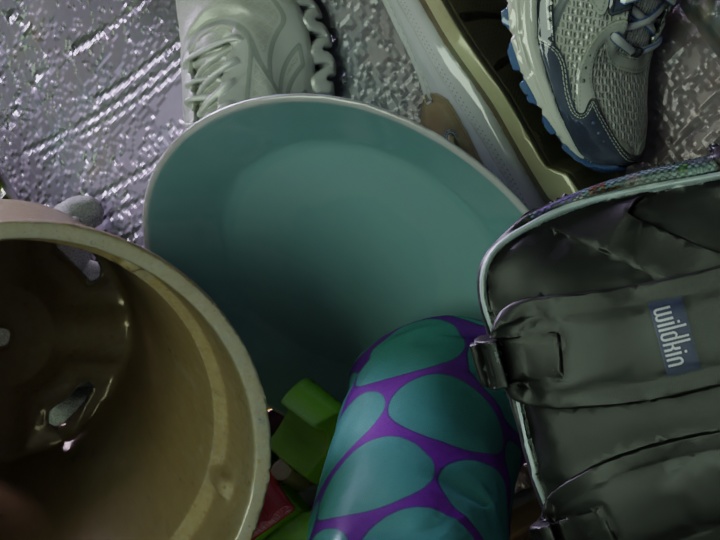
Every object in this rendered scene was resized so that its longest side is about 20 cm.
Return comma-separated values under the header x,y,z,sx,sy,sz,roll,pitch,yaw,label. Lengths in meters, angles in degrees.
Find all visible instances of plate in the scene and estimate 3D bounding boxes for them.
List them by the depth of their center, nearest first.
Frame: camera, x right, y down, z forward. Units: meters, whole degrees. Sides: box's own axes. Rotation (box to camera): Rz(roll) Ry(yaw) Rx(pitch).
x,y,z,sx,sy,sz,roll,pitch,yaw,label
0.000,0.000,0.910,0.200,0.026,0.200,13,133,14,plate

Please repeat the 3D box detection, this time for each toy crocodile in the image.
x,y,z,sx,sy,sz,roll,pitch,yaw,label
-0.076,0.130,0.945,0.200,0.062,0.068,-40,66,5,toy crocodile

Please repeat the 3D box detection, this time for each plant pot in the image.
x,y,z,sx,sy,sz,roll,pitch,yaw,label
-0.154,0.053,0.911,0.183,0.200,0.201,-130,50,-69,plant pot

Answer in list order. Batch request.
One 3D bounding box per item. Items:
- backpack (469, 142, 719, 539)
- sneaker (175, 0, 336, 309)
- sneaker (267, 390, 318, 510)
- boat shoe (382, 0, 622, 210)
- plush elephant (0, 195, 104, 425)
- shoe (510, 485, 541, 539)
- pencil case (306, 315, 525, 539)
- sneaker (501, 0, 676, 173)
x,y,z,sx,sy,sz,roll,pitch,yaw,label
0.164,0.034,0.785,0.200,0.151,0.178,-16,92,22,backpack
-0.055,-0.072,1.000,0.075,0.081,0.200,-23,79,38,sneaker
-0.082,0.089,1.045,0.200,0.075,0.090,-12,79,31,sneaker
0.055,-0.059,0.920,0.068,0.075,0.200,-38,73,29,boat shoe
-0.189,0.012,1.075,0.165,0.154,0.200,80,179,-46,plush elephant
0.044,0.128,0.919,0.200,0.070,0.053,-28,45,4,shoe
0.028,0.094,0.819,0.092,0.200,0.085,19,116,-3,pencil case
0.110,-0.142,0.874,0.085,0.077,0.200,-3,92,33,sneaker
